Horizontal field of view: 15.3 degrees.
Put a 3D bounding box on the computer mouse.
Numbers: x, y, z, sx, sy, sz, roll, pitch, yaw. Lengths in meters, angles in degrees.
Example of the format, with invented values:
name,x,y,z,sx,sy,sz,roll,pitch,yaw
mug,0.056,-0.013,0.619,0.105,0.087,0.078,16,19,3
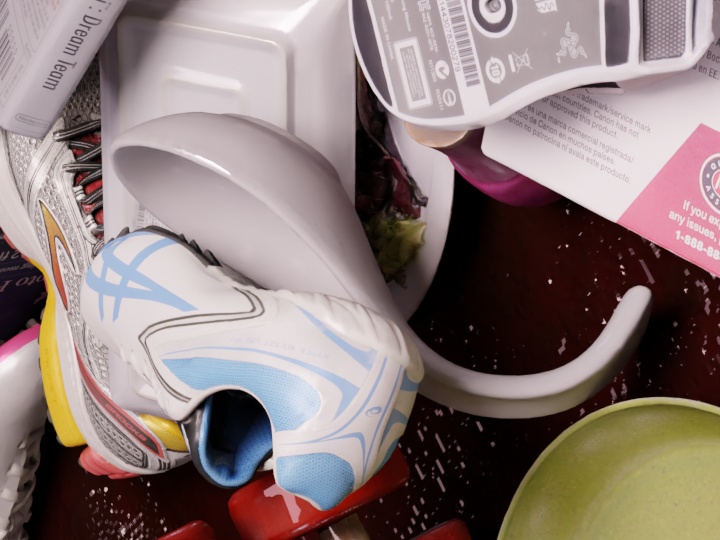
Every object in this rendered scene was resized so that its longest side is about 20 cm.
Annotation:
name,x,y,z,sx,sy,sz,roll,pitch,yaw
computer mouse,0.076,-0.091,0.799,0.199,0.044,0.110,-8,98,45

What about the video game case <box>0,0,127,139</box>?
name,x,y,z,sx,sy,sz,roll,pitch,yaw
video game case,-0.100,-0.179,0.986,0.182,0.024,0.201,-54,35,32

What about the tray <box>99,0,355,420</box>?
name,x,y,z,sx,sy,sz,roll,pitch,yaw
tray,-0.055,-0.021,1.011,0.107,0.022,0.201,12,120,22

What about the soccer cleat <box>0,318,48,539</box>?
name,x,y,z,sx,sy,sz,roll,pitch,yaw
soccer cleat,-0.173,0.097,1.231,0.087,0.070,0.200,53,136,8

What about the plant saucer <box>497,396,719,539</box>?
name,x,y,z,sx,sy,sz,roll,pitch,yaw
plant saucer,0.122,0.141,0.921,0.199,0.031,0.201,11,105,48

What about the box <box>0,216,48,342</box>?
name,x,y,z,sx,sy,sz,roll,pitch,yaw
box,-0.245,-0.010,1.186,0.198,0.199,0.124,-43,65,44

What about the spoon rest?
name,x,y,z,sx,sy,sz,roll,pitch,yaw
spoon rest,0.000,0.000,0.937,0.199,0.099,0.061,22,71,10

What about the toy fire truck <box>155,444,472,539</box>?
name,x,y,z,sx,sy,sz,roll,pitch,yaw
toy fire truck,-0.051,0.148,0.976,0.113,0.199,0.168,62,148,4

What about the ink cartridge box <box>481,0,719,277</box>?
name,x,y,z,sx,sy,sz,roll,pitch,yaw
ink cartridge box,0.129,-0.109,0.831,0.144,0.084,0.201,30,119,42

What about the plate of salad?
name,x,y,z,sx,sy,sz,roll,pitch,yaw
plate of salad,-0.034,-0.063,1.039,0.200,0.048,0.201,22,118,48

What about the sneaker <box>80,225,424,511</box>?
name,x,y,z,sx,sy,sz,roll,pitch,yaw
sneaker,-0.052,0.034,0.936,0.073,0.072,0.200,-56,30,-11

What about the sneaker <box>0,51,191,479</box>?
name,x,y,z,sx,sy,sz,roll,pitch,yaw
sneaker,-0.098,-0.014,1.110,0.082,0.078,0.201,-8,101,54

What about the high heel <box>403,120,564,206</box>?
name,x,y,z,sx,sy,sz,roll,pitch,yaw
high heel,0.065,-0.125,0.941,0.067,0.096,0.201,15,86,31
